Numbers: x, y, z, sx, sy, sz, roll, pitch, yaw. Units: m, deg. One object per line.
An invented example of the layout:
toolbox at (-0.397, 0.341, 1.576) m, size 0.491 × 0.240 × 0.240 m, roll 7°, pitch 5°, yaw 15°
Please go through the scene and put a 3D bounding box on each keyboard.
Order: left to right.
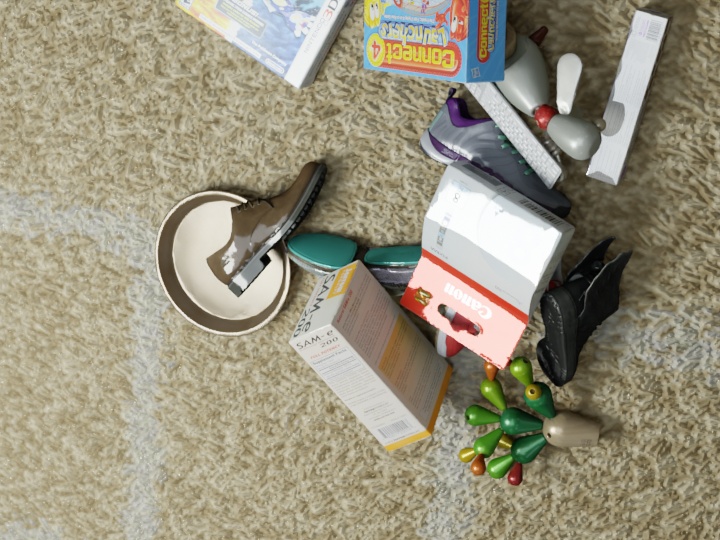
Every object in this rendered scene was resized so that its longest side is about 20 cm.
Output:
keyboard at (0.163, -0.180, 1.577) m, size 0.011 × 0.056 × 0.200 m, roll -36°, pitch 79°, yaw -10°

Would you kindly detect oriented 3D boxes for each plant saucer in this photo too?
plant saucer at (-0.179, -0.011, 1.814) m, size 0.200 × 0.029 × 0.201 m, roll 6°, pitch 108°, yaw 21°

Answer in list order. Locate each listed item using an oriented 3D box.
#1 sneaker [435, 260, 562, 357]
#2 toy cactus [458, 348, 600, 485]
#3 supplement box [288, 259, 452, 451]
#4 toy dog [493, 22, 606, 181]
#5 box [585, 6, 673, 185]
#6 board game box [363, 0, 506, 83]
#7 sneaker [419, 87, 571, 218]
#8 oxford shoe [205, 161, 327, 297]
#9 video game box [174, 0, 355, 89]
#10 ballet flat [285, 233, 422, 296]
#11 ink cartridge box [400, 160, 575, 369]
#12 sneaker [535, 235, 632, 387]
sneaker at (0.173, 0.039, 1.666) m, size 0.112 × 0.071 × 0.200 m, roll 30°, pitch 112°, yaw 15°
toy cactus at (0.209, 0.189, 1.679) m, size 0.165 × 0.102 × 0.200 m, roll 9°, pitch 117°, yaw 4°
supplement box at (0.016, 0.105, 1.681) m, size 0.073 × 0.126 × 0.200 m, roll -26°, pitch 115°, yaw 34°
toy dog at (0.214, -0.211, 1.553) m, size 0.096 × 0.132 × 0.200 m, roll -36°, pitch 80°, yaw -10°
box at (0.305, -0.198, 1.561) m, size 0.041 × 0.039 × 0.200 m, roll 19°, pitch 111°, yaw 17°
board game box at (0.082, -0.318, 1.544) m, size 0.200 × 0.056 × 0.196 m, roll 19°, pitch 112°, yaw 53°
sneaker at (0.169, -0.137, 1.617) m, size 0.200 × 0.074 × 0.088 m, roll 30°, pitch 109°, yaw 12°
oxford shoe at (-0.120, -0.067, 1.723) m, size 0.084 × 0.073 × 0.200 m, roll 41°, pitch 91°, yaw 1°
video game box at (-0.106, -0.351, 1.677) m, size 0.200 × 0.047 × 0.182 m, roll 34°, pitch 112°, yaw 9°
ballet flat at (0.000, 0.000, 1.728) m, size 0.200 × 0.072 × 0.072 m, roll 7°, pitch 108°, yaw 21°
ink cartridge box at (0.136, -0.003, 1.594) m, size 0.160 × 0.047 × 0.200 m, roll 33°, pitch 113°, yaw 21°
sneaker at (0.266, 0.053, 1.630) m, size 0.060 × 0.104 × 0.200 m, roll 48°, pitch 158°, yaw 36°
